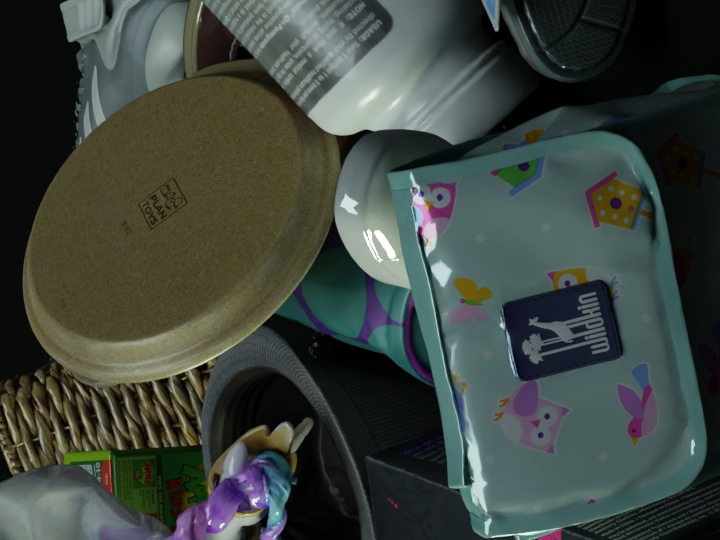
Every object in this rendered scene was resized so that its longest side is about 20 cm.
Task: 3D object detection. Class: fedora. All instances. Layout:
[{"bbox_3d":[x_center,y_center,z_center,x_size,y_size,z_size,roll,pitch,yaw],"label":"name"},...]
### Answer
[{"bbox_3d":[-0.008,0.106,1.499,0.177,0.090,0.200,62,151,16],"label":"fedora"}]

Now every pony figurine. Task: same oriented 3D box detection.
[{"bbox_3d":[-0.109,0.166,1.430,0.167,0.193,0.200,47,151,17],"label":"pony figurine"}]

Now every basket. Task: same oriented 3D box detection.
[{"bbox_3d":[-0.127,0.140,1.706,0.143,0.149,0.200,90,157,-84],"label":"basket"}]

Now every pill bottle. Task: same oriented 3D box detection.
[{"bbox_3d":[-0.008,-0.137,1.339,0.200,0.111,0.111,47,143,0],"label":"pill bottle"}]

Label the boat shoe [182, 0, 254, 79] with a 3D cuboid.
[{"bbox_3d":[-0.040,-0.144,1.448,0.072,0.072,0.200,40,129,39],"label":"boat shoe"}]

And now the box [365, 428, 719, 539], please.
[{"bbox_3d":[0.107,0.152,1.348,0.200,0.106,0.123,15,117,51],"label":"box"}]

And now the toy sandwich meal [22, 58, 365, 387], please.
[{"bbox_3d":[-0.082,-0.020,1.405,0.205,0.205,0.070,32,168,43],"label":"toy sandwich meal"}]

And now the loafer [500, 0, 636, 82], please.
[{"bbox_3d":[0.083,-0.186,1.272,0.063,0.072,0.200,179,82,-74],"label":"loafer"}]

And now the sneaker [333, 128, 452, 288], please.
[{"bbox_3d":[0.067,-0.016,1.277,0.085,0.200,0.073,7,80,35],"label":"sneaker"}]

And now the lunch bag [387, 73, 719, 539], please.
[{"bbox_3d":[0.110,0.012,1.196,0.122,0.200,0.171,-3,102,55],"label":"lunch bag"}]

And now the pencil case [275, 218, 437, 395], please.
[{"bbox_3d":[0.000,0.000,1.443,0.200,0.092,0.085,24,88,48],"label":"pencil case"}]

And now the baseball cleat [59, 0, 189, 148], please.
[{"bbox_3d":[-0.141,-0.102,1.603,0.106,0.070,0.200,46,129,15],"label":"baseball cleat"}]

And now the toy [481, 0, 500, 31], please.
[{"bbox_3d":[0.023,-0.208,1.272,0.200,0.047,0.115,-106,11,-52],"label":"toy"}]

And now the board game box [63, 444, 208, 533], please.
[{"bbox_3d":[-0.112,0.201,1.579,0.048,0.101,0.200,-7,85,47],"label":"board game box"}]
